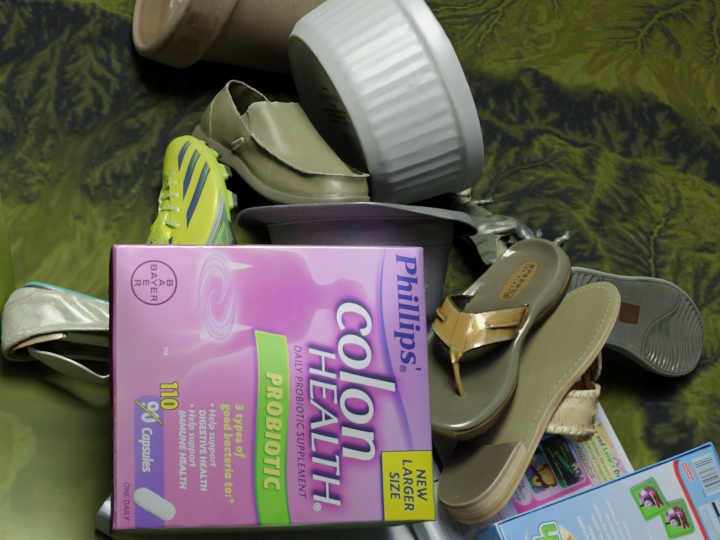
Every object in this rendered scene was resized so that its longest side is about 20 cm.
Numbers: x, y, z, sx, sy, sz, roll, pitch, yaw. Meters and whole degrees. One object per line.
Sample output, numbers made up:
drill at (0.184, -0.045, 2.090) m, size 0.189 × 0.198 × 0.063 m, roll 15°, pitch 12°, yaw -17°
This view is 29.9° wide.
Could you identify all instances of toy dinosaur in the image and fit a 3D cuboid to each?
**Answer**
toy dinosaur at (0.121, -0.029, 1.136) m, size 0.088 × 0.048 × 0.200 m, roll 11°, pitch 19°, yaw -14°

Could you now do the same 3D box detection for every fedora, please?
fedora at (0.000, 0.000, 1.021) m, size 0.177 × 0.090 × 0.200 m, roll -2°, pitch -1°, yaw 19°

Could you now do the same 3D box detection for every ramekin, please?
ramekin at (0.015, -0.143, 1.129) m, size 0.094 × 0.202 × 0.202 m, roll -26°, pitch 59°, yaw -10°

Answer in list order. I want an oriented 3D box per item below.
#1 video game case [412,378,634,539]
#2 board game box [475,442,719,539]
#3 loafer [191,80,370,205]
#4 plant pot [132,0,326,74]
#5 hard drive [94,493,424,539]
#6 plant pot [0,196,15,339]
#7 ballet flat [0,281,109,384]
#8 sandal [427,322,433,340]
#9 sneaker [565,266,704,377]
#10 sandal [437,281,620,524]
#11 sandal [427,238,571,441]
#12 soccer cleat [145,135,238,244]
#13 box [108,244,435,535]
video game case at (0.120, 0.163, 0.962) m, size 0.182 × 0.024 × 0.200 m, roll -16°, pitch 71°, yaw -30°
board game box at (0.193, 0.219, 0.930) m, size 0.200 × 0.037 × 0.151 m, roll -13°, pitch 74°, yaw -30°
loafer at (-0.067, -0.102, 1.100) m, size 0.200 × 0.068 × 0.076 m, roll 28°, pitch 23°, yaw 38°
plant pot at (-0.088, -0.257, 1.217) m, size 0.174 × 0.200 × 0.200 m, roll 20°, pitch 43°, yaw -25°
hard drive at (-0.061, 0.174, 0.924) m, size 0.200 × 0.026 × 0.132 m, roll 29°, pitch 46°, yaw 7°
plant pot at (-0.325, -0.049, 0.916) m, size 0.187 × 0.200 × 0.187 m, roll 9°, pitch 47°, yaw -10°
ballet flat at (-0.160, 0.058, 0.975) m, size 0.200 × 0.067 × 0.062 m, roll 9°, pitch 56°, yaw -3°
sandal at (0.051, 0.079, 1.036) m, size 0.202 × 0.050 × 0.082 m, roll 2°, pitch 32°, yaw -27°
sneaker at (0.188, 0.036, 1.107) m, size 0.200 × 0.106 × 0.075 m, roll 20°, pitch 80°, yaw -36°
sandal at (0.132, 0.106, 0.957) m, size 0.212 × 0.078 × 0.070 m, roll -52°, pitch 122°, yaw -29°
sandal at (0.088, 0.037, 0.960) m, size 0.080 × 0.054 × 0.200 m, roll 14°, pitch 50°, yaw 31°
soccer cleat at (-0.137, -0.033, 1.063) m, size 0.084 × 0.065 × 0.200 m, roll -8°, pitch 51°, yaw -16°
box at (-0.061, 0.079, 0.868) m, size 0.200 × 0.097 × 0.176 m, roll 1°, pitch 78°, yaw -12°
